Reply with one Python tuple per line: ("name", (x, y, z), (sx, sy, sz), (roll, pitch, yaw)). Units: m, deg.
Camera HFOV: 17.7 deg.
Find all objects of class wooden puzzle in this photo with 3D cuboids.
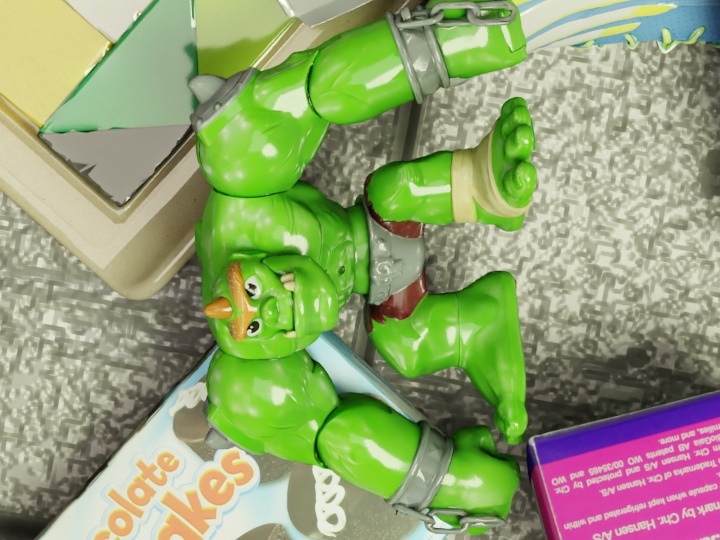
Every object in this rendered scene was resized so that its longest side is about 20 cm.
("wooden puzzle", (-0.097, -0.117, 0.873), (0.200, 0.037, 0.185), (42, 95, -5))

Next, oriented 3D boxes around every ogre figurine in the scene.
("ogre figurine", (0.000, 0.000, 0.830), (0.120, 0.098, 0.200), (-2, 128, -2))

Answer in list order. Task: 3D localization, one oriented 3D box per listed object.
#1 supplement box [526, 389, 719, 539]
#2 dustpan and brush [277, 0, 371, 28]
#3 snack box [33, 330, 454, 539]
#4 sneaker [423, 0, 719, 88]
("supplement box", (0.134, 0.152, 0.842), (0.103, 0.101, 0.200), (-14, 76, 2))
("dustpan and brush", (-0.004, -0.202, 0.839), (0.139, 0.057, 0.200), (-25, 60, 0))
("snack box", (-0.059, 0.116, 0.900), (0.116, 0.037, 0.200), (42, 95, -4))
("sneaker", (0.117, -0.106, 0.856), (0.200, 0.076, 0.105), (-35, 96, 3))
